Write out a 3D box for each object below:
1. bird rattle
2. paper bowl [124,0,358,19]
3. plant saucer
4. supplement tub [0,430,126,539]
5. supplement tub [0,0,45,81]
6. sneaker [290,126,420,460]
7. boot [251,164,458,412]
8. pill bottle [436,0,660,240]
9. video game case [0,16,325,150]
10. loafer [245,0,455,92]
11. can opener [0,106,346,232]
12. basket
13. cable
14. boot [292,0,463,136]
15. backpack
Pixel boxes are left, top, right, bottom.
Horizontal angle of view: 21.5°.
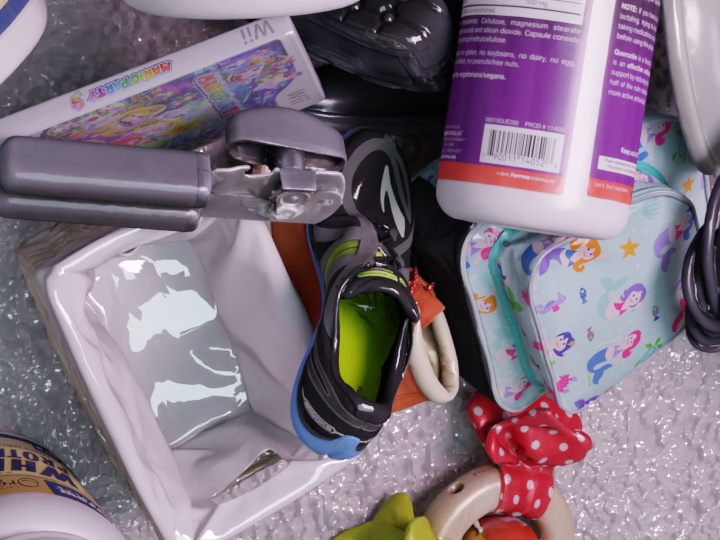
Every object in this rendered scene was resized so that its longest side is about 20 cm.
[{"bbox_3d":[0.084,0.176,1.293,0.200,0.112,0.164,-44,126,-23],"label":"bird rattle"},{"bbox_3d":[-0.062,-0.194,1.010,0.199,0.200,0.105,-8,106,-21],"label":"paper bowl"},{"bbox_3d":[0.229,-0.162,1.186,0.050,0.200,0.202,-4,107,20],"label":"plant saucer"},{"bbox_3d":[-0.205,0.185,1.095,0.143,0.200,0.146,-5,103,-22],"label":"supplement tub"},{"bbox_3d":[-0.279,-0.173,1.011,0.144,0.144,0.201,-41,114,-10],"label":"supplement tub"},{"bbox_3d":[0.007,0.009,1.094,0.070,0.083,0.201,18,62,-24],"label":"sneaker"},{"bbox_3d":[0.000,0.000,1.185,0.075,0.106,0.202,-47,125,-50],"label":"boot"},{"bbox_3d":[0.110,-0.123,1.074,0.111,0.112,0.202,8,91,-24],"label":"pill bottle"},{"bbox_3d":[-0.123,-0.086,1.080,0.198,0.143,0.018,-21,79,2],"label":"video game case"},{"bbox_3d":[-0.031,-0.157,1.119,0.068,0.199,0.071,-51,151,-22],"label":"loafer"},{"bbox_3d":[-0.103,-0.059,1.048,0.198,0.053,0.067,4,61,-19],"label":"can opener"},{"bbox_3d":[-0.109,0.047,1.149,0.135,0.123,0.201,-28,111,-15],"label":"basket"},{"bbox_3d":[0.248,-0.045,1.188,0.050,0.163,0.202,21,104,12],"label":"cable"},{"bbox_3d":[0.026,-0.188,1.184,0.164,0.065,0.202,-2,107,-33],"label":"boot"},{"bbox_3d":[0.139,-0.022,1.222,0.199,0.150,0.178,-38,136,-20],"label":"backpack"}]
